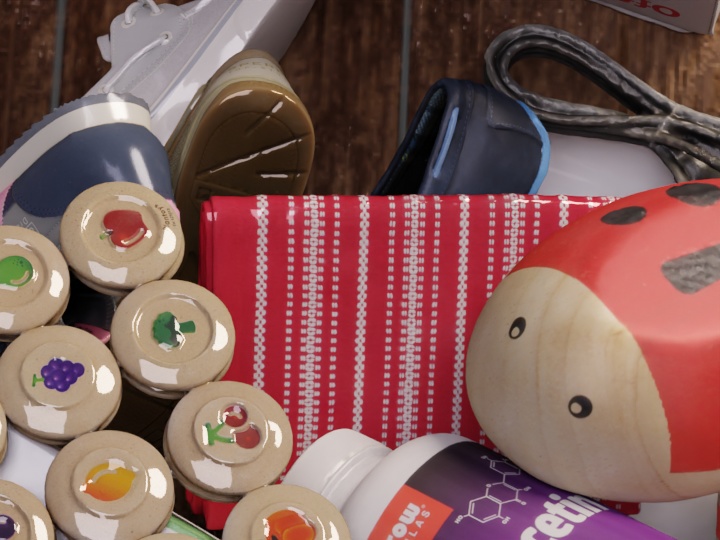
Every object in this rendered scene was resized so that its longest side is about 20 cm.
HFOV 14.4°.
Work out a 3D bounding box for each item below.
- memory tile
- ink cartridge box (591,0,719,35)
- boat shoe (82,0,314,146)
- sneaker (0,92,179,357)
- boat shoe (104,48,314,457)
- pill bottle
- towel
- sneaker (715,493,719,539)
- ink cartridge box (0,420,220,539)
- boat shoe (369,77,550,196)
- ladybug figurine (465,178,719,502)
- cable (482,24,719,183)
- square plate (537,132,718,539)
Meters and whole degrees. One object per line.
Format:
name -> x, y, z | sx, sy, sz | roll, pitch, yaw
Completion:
memory tile -> -0.106, 0.063, 1.097 | 0.153, 0.017, 0.200 | -21, 65, -20
ink cartridge box -> 0.106, -0.191, 1.248 | 0.145, 0.200, 0.084 | 20, 77, 7
boat shoe -> -0.093, -0.087, 1.308 | 0.068, 0.072, 0.200 | 39, 91, 10
sneaker -> -0.146, 0.012, 1.231 | 0.070, 0.200, 0.082 | 1, 55, -40
boat shoe -> -0.076, -0.003, 1.267 | 0.072, 0.065, 0.200 | 17, 113, -16
pill bottle -> 0.060, 0.137, 1.133 | 0.200, 0.112, 0.113 | 24, 80, 27
towel -> 0.026, 0.038, 1.219 | 0.199, 0.022, 0.145 | 0, 100, -11
sneaker -> 0.243, 0.111, 1.239 | 0.199, 0.070, 0.094 | 4, 101, -18
ink cartridge box -> -0.121, 0.125, 1.192 | 0.145, 0.200, 0.084 | 28, 84, 8
boat shoe -> 0.000, 0.000, 1.260 | 0.069, 0.084, 0.200 | 30, 92, -34
ladybug figurine -> 0.134, 0.018, 1.155 | 0.200, 0.072, 0.136 | -26, 61, -33
cable -> 0.150, -0.058, 1.264 | 0.200, 0.050, 0.097 | 41, 79, 8
square plate -> 0.121, 0.042, 1.284 | 0.199, 0.028, 0.199 | 15, 78, 6
